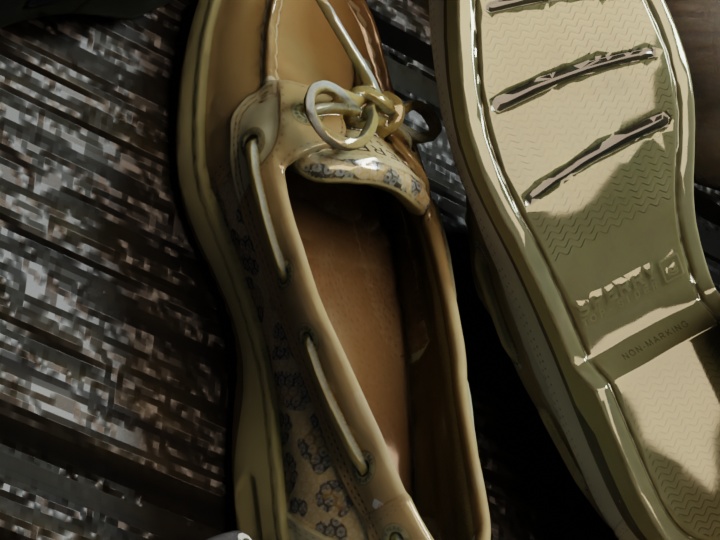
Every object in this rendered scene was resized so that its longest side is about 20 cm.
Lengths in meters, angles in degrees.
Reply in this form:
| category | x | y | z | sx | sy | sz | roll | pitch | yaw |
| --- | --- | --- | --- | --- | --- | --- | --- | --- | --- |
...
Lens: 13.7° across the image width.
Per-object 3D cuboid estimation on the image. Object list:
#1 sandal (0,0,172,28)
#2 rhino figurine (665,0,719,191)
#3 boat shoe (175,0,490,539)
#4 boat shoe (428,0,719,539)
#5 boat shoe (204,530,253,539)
| category | x | y | z | sx | sy | sz | roll | pitch | yaw |
| --- | --- | --- | --- | --- | --- | --- | --- | --- | --- |
| sandal | -0.079 | -0.102 | 0.778 | 0.201 | 0.080 | 0.057 | -22 | 73 | -45 |
| rhino figurine | 0.111 | -0.050 | 0.916 | 0.060 | 0.087 | 0.200 | -25 | 89 | -45 |
| boat shoe | 0.000 | 0.000 | 0.808 | 0.073 | 0.063 | 0.200 | 6 | 67 | -40 |
| boat shoe | 0.059 | -0.012 | 0.851 | 0.075 | 0.068 | 0.200 | -17 | 94 | -22 |
| boat shoe | -0.087 | 0.093 | 0.687 | 0.200 | 0.070 | 0.066 | -8 | 59 | -41 |
